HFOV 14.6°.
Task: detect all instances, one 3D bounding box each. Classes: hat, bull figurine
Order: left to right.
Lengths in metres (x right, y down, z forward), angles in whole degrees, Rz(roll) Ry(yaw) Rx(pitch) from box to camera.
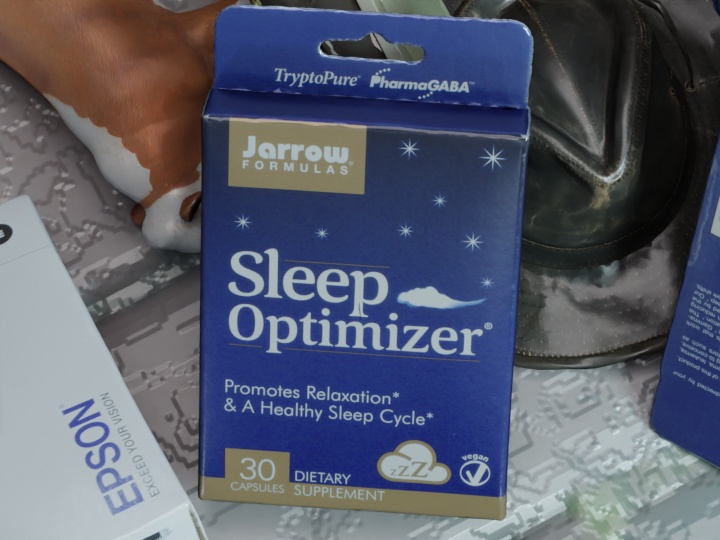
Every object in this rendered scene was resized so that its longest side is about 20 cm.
[{"bbox_3d":[-0.097,-0.098,1.164,0.200,0.065,0.121,41,69,9],"label":"bull figurine"},{"bbox_3d":[0.085,-0.065,1.138,0.200,0.081,0.201,0,70,0],"label":"hat"}]

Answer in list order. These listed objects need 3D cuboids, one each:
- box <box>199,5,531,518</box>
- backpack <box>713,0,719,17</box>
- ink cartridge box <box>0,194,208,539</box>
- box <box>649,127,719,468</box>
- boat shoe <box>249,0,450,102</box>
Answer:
[{"bbox_3d":[0.000,0.000,1.063,0.121,0.200,0.032,4,26,3],"label":"box"},{"bbox_3d":[0.215,-0.112,1.101,0.134,0.183,0.200,23,76,0],"label":"backpack"},{"bbox_3d":[-0.183,0.077,1.072,0.200,0.041,0.200,-26,46,-8],"label":"ink cartridge box"},{"bbox_3d":[0.182,0.008,1.058,0.121,0.200,0.032,27,42,20],"label":"box"},{"bbox_3d":[-0.018,-0.124,1.118,0.061,0.072,0.201,-35,63,19],"label":"boat shoe"}]
